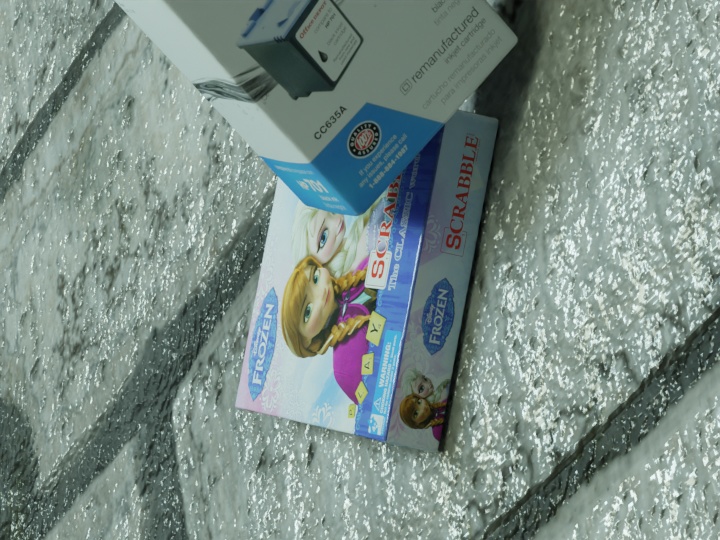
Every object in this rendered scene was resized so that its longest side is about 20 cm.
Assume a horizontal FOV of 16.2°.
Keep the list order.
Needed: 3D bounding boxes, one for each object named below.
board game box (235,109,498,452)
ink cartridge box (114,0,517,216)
[{"bbox_3d":[0.000,0.000,1.555,0.199,0.041,0.202,5,84,61],"label":"board game box"},{"bbox_3d":[-0.032,-0.152,1.438,0.147,0.200,0.086,-48,24,-11],"label":"ink cartridge box"}]
